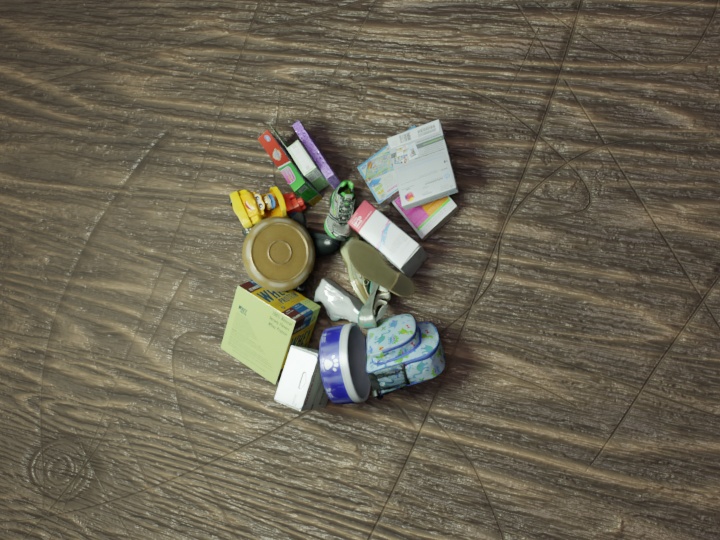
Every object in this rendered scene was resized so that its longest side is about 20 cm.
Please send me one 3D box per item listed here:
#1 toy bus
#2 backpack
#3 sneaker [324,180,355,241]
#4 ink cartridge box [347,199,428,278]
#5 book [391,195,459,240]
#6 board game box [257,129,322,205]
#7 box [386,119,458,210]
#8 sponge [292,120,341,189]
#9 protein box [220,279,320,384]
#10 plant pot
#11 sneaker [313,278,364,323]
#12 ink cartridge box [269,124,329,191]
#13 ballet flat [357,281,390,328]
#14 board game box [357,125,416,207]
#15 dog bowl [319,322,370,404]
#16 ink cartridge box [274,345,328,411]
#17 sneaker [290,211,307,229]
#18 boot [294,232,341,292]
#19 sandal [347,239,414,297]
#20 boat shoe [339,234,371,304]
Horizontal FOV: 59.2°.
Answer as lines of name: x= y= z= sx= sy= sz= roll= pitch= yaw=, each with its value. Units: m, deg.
toy bus: x=-0.253 y=-0.170 z=1.788 sx=0.189 sy=0.200 sz=0.138 roll=-26 pitch=72 yaw=2
backpack: x=0.110 y=0.206 z=1.615 sx=0.196 sy=0.184 sz=0.149 roll=-14 pitch=116 yaw=8
sneaker: x=-0.053 y=-0.166 z=1.740 sx=0.077 sy=0.086 sz=0.203 roll=11 pitch=52 yaw=-17
ink cartridge box: x=0.075 y=-0.083 z=1.702 sx=0.200 sy=0.147 sz=0.086 roll=43 pitch=92 yaw=19
book: x=0.160 y=-0.201 z=1.753 sx=0.133 sy=0.048 sz=0.201 roll=-39 pitch=71 yaw=7
board game box: x=-0.199 y=-0.291 z=1.812 sx=0.040 sy=0.153 sz=0.201 roll=-37 pitch=72 yaw=6
box: x=0.165 y=-0.282 z=1.690 sx=0.153 sy=0.041 sz=0.204 roll=-17 pitch=71 yaw=17
sponge: x=-0.122 y=-0.329 z=1.818 sx=0.030 sy=0.111 sz=0.202 roll=-33 pitch=74 yaw=6
protein box: x=-0.244 y=0.155 z=1.719 sx=0.196 sy=0.134 sz=0.203 roll=29 pitch=115 yaw=18
plant pot: x=-0.216 y=-0.047 z=1.690 sx=0.196 sy=0.027 sz=0.205 roll=2 pitch=82 yaw=-12
sneaker: x=-0.047 y=0.111 z=1.751 sx=0.199 sy=0.075 sz=0.089 roll=38 pitch=104 yaw=24
ink cartridge box: x=-0.173 y=-0.335 z=1.816 sx=0.048 sy=0.145 sz=0.202 roll=-34 pitch=73 yaw=6
ballet flat: x=0.049 y=0.079 z=1.680 sx=0.063 sy=0.068 sz=0.201 roll=-3 pitch=38 yaw=24
board game box: x=0.105 y=-0.288 z=1.755 sx=0.198 sy=0.034 sz=0.136 roll=-34 pitch=68 yaw=10
dog bowl: x=-0.037 y=0.243 z=1.648 sx=0.077 sy=0.200 sz=0.204 roll=-10 pitch=78 yaw=15
ink cartridge box: x=-0.137 y=0.283 z=1.668 sx=0.082 sy=0.200 sz=0.148 roll=16 pitch=85 yaw=17
sneaker: x=-0.220 y=-0.084 z=1.744 sx=0.075 sy=0.091 sz=0.202 roll=8 pitch=63 yaw=54
boot: x=-0.151 y=-0.021 z=1.772 sx=0.196 sy=0.073 sz=0.166 roll=7 pitch=75 yaw=39
sandal: x=0.044 y=0.003 z=1.678 sx=0.210 sy=0.070 sz=0.078 roll=36 pitch=78 yaw=-6
boat shoe: x=0.001 y=0.000 z=1.750 sx=0.062 sy=0.073 sz=0.204 roll=-24 pitch=67 yaw=11
